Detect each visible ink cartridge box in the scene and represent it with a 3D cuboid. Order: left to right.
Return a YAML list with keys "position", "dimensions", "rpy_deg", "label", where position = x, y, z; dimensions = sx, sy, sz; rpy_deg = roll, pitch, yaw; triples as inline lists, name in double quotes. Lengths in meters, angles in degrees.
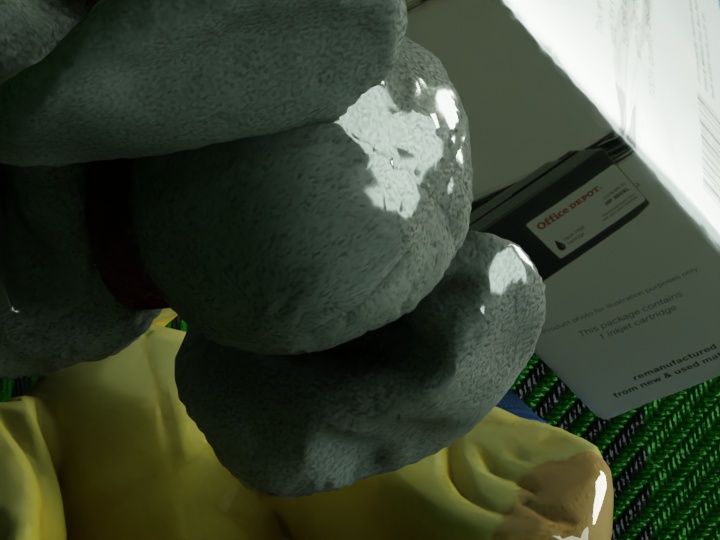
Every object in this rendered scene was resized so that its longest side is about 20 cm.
- position: [0.059, -0.071, 0.853]
  dimensions: [0.200, 0.084, 0.145]
  rpy_deg: [44, 33, -37]
  label: "ink cartridge box"

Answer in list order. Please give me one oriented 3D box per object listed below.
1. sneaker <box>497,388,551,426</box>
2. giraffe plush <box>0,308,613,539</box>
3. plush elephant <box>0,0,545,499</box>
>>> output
- position: [0.000, 0.000, 0.901]
  dimensions: [0.078, 0.089, 0.200]
  rpy_deg: [14, 25, -52]
  label: "sneaker"
- position: [-0.048, 0.106, 0.589]
  dimensions: [0.200, 0.171, 0.163]
  rpy_deg: [39, -46, 47]
  label: "giraffe plush"
- position: [-0.045, -0.035, 0.515]
  dimensions: [0.165, 0.153, 0.201]
  rpy_deg: [75, 11, -57]
  label: "plush elephant"
